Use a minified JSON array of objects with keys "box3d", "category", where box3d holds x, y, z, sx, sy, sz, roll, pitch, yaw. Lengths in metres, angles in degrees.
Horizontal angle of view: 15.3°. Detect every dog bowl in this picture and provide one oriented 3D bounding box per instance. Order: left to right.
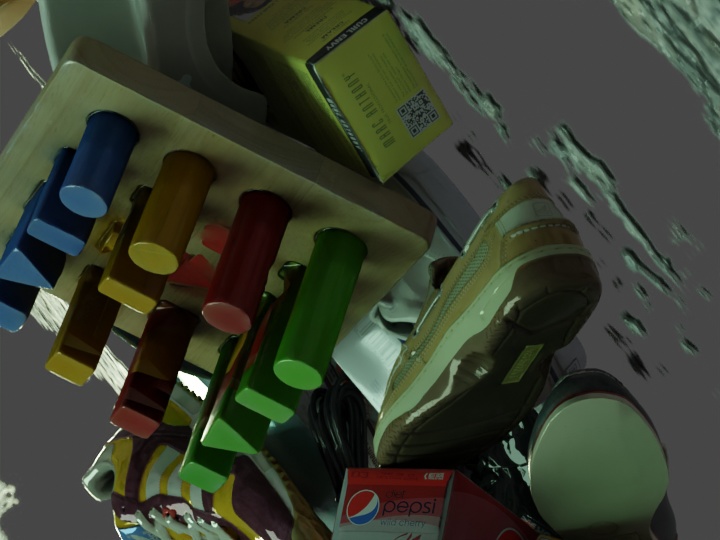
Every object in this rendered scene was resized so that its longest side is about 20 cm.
[{"box3d":[-0.113,-0.134,1.380,0.200,0.058,0.201,44,140,52],"category":"dog bowl"}]

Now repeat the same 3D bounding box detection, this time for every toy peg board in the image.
[{"box3d":[-0.098,0.011,1.337,0.198,0.098,0.200,26,145,-12],"category":"toy peg board"}]

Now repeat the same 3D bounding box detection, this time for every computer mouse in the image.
[{"box3d":[0.032,0.109,1.548,0.046,0.200,0.141,-15,89,36],"category":"computer mouse"}]

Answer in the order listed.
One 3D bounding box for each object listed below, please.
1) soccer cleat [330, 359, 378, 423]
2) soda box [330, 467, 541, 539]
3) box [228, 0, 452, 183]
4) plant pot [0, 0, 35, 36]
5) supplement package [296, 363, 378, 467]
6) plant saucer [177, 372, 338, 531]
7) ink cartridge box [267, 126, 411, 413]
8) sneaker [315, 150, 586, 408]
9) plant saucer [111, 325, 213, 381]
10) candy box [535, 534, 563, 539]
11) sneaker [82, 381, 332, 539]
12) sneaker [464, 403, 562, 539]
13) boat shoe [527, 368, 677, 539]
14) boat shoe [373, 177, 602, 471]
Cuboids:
[{"box3d":[0.050,0.093,1.633,0.085,0.069,0.200,29,159,41],"category":"soccer cleat"},{"box3d":[0.062,0.165,1.402,0.070,0.064,0.200,-1,156,31],"category":"soda box"},{"box3d":[-0.030,-0.106,1.366,0.075,0.050,0.200,58,166,-25],"category":"box"},{"box3d":[-0.250,-0.243,1.503,0.200,0.200,0.183,50,152,5],"category":"plant pot"},{"box3d":[-0.050,0.041,1.731,0.200,0.111,0.156,41,164,43],"category":"supplement package"},{"box3d":[-0.060,0.098,1.594,0.200,0.027,0.200,48,169,13],"category":"plant saucer"},{"box3d":[0.000,0.000,1.463,0.200,0.044,0.094,50,-148,9],"category":"ink cartridge box"},{"box3d":[0.029,-0.004,1.390,0.200,0.071,0.073,48,168,15],"category":"sneaker"},{"box3d":[-0.091,-0.015,1.515,0.201,0.201,0.039,50,140,9],"category":"plant saucer"},{"box3d":[0.176,0.204,1.330,0.199,0.055,0.116,10,142,37],"category":"candy box"},{"box3d":[-0.088,0.138,1.528,0.075,0.090,0.200,55,168,-29],"category":"sneaker"},{"box3d":[0.091,0.131,1.518,0.200,0.087,0.076,52,168,-1],"category":"sneaker"},{"box3d":[0.127,0.105,1.372,0.200,0.071,0.063,67,-161,-51],"category":"boat shoe"},{"box3d":[0.056,0.027,1.310,0.200,0.071,0.077,-53,48,47],"category":"boat shoe"}]
